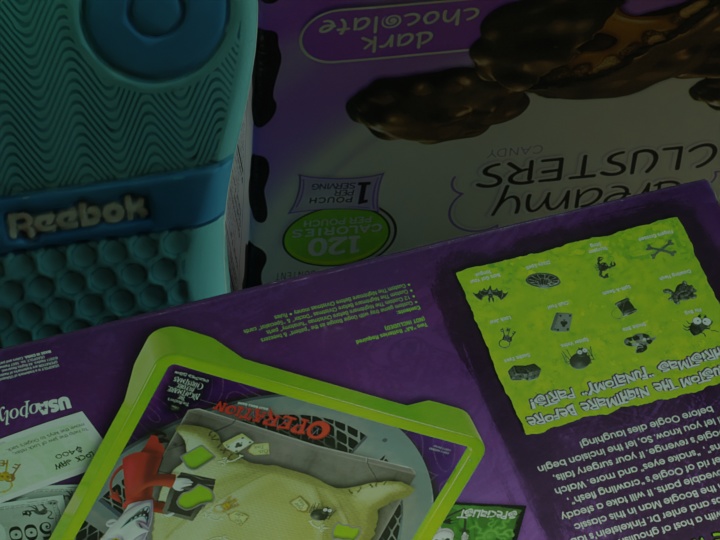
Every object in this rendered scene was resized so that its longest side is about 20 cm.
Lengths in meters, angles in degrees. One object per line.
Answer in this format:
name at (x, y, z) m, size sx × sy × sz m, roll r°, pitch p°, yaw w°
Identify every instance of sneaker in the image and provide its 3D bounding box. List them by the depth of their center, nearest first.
sneaker at (-0.068, -0.040, 0.684) m, size 0.131 × 0.079 × 0.201 m, roll -108°, pitch -160°, yaw -63°

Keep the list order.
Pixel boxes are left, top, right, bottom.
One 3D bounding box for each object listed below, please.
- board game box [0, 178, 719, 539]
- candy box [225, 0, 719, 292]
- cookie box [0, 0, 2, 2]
board game box at (0.001, 0.054, 0.592) m, size 0.032 × 0.199 × 0.120 m, roll 92°, pitch -19°, yaw -49°
candy box at (0.050, -0.054, 0.708) m, size 0.200 × 0.167 × 0.072 m, roll 95°, pitch -14°, yaw -51°
cookie box at (-0.124, -0.146, 0.577) m, size 0.075 × 0.171 × 0.201 m, roll -5°, pitch 61°, yaw -43°
